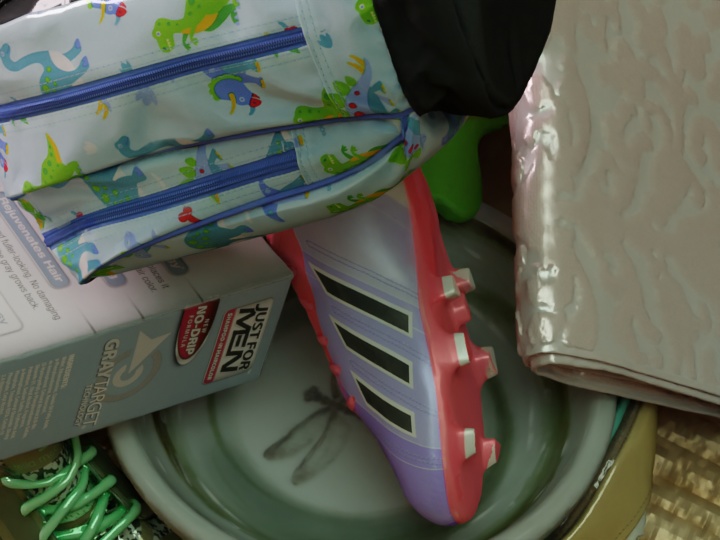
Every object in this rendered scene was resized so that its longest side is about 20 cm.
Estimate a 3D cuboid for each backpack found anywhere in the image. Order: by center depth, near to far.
[{"bbox_3d":[-0.039,-0.075,0.995,0.199,0.163,0.155,-2,111,15],"label":"backpack"}]

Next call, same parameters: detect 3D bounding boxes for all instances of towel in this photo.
[{"bbox_3d":[0.124,-0.041,1.159,0.191,0.032,0.201,17,63,-43],"label":"towel"}]

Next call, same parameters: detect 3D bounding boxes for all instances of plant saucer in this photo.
[{"bbox_3d":[-0.001,0.052,1.138,0.199,0.050,0.201,1,51,-2],"label":"plant saucer"}]

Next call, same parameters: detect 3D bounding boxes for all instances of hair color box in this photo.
[{"bbox_3d":[-0.136,0.012,1.058,0.199,0.061,0.099,-17,53,-33],"label":"hair color box"}]

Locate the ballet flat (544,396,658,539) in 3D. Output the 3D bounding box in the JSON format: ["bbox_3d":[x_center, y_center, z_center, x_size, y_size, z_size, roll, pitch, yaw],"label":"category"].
[{"bbox_3d":[0.068,0.126,1.139,0.063,0.069,0.200,43,71,-20],"label":"ballet flat"}]

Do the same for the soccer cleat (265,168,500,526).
[{"bbox_3d":[0.000,0.000,1.087,0.076,0.067,0.201,-14,79,12],"label":"soccer cleat"}]

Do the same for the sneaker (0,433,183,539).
[{"bbox_3d":[-0.122,0.082,1.108,0.200,0.089,0.077,40,71,9],"label":"sneaker"}]

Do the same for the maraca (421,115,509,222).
[{"bbox_3d":[0.024,-0.109,1.181,0.137,0.107,0.201,32,60,-15],"label":"maraca"}]
